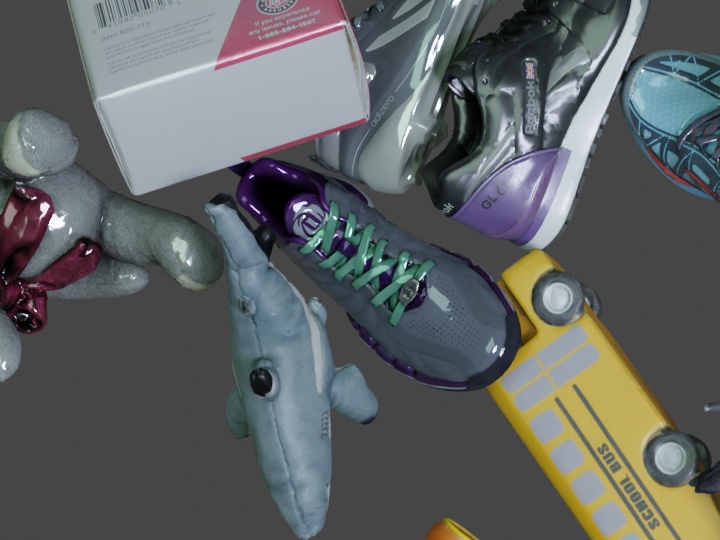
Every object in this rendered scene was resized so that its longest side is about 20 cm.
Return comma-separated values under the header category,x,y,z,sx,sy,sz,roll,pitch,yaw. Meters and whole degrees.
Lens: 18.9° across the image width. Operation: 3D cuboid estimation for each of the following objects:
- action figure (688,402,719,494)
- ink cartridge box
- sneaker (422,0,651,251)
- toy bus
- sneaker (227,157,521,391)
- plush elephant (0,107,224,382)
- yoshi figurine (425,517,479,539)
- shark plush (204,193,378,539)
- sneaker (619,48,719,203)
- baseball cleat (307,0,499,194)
category,x,y,z,sx,sy,sz,roll,pitch,yaw
action figure,0.250,0.128,1.128,0.118,0.102,0.201,-20,110,35
ink cartridge box,-0.090,-0.158,1.234,0.145,0.083,0.201,-18,50,-1
sneaker,0.097,-0.117,1.216,0.087,0.076,0.202,20,86,-20
toy bus,0.134,0.088,1.202,0.078,0.065,0.201,-37,75,9
sneaker,0.000,0.000,1.205,0.200,0.087,0.075,35,95,40
plush elephant,-0.215,0.001,1.261,0.199,0.165,0.156,12,70,44
yoshi figurine,0.001,0.230,1.202,0.112,0.112,0.201,40,96,32
shark plush,-0.041,0.048,1.205,0.090,0.084,0.201,3,123,8
sneaker,0.224,-0.060,1.182,0.200,0.095,0.080,39,94,16
baseball cleat,0.024,-0.149,1.262,0.106,0.070,0.201,21,87,16
